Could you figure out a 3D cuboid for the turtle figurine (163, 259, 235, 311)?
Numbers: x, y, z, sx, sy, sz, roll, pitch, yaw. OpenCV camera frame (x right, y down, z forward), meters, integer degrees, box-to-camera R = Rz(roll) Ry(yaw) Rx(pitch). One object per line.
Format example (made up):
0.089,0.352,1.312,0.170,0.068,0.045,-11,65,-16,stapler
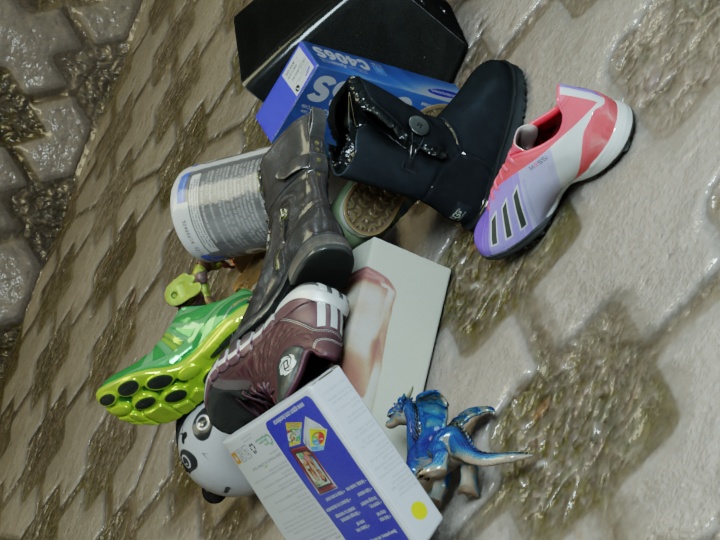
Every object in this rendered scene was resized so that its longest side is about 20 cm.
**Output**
-0.181,0.042,1.910,0.161,0.064,0.201,28,-127,-79,turtle figurine

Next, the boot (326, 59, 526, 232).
0.059,-0.142,1.511,0.076,0.168,0.201,-42,30,50,boot

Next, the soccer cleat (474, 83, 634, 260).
0.141,-0.082,1.369,0.200,0.073,0.068,-46,28,44,soccer cleat

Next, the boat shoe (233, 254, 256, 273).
-0.078,-0.066,1.951,0.200,0.072,0.072,-52,10,35,boat shoe

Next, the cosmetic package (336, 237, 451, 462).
0.005,0.085,1.514,0.103,0.087,0.201,-35,36,58,cosmetic package

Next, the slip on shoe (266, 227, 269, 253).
-0.069,0.030,1.627,0.074,0.061,0.201,-1,63,22,slip on shoe

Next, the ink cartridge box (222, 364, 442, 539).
-0.013,0.192,1.355,0.047,0.200,0.198,-35,-1,-32,ink cartridge box

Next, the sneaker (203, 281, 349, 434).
-0.079,0.109,1.470,0.200,0.075,0.116,-51,28,35,sneaker

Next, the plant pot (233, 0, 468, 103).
-0.002,-0.240,1.770,0.177,0.200,0.200,-47,25,18,plant pot

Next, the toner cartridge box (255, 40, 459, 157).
0.005,-0.153,1.618,0.095,0.200,0.043,-56,45,28,toner cartridge box

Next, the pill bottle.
-0.100,-0.080,1.838,0.199,0.114,0.114,-11,51,30,pill bottle

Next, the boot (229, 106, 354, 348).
-0.069,-0.031,1.543,0.200,0.069,0.174,-50,40,36,boot

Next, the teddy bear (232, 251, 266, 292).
-0.087,0.025,1.840,0.145,0.067,0.200,-55,14,-15,teddy bear

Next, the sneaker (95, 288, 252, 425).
-0.175,0.088,1.685,0.200,0.074,0.084,-30,32,5,sneaker

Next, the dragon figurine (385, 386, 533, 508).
0.070,0.130,1.329,0.200,0.059,0.100,142,143,-60,dragon figurine

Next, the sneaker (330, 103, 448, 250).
0.026,-0.083,1.592,0.200,0.067,0.090,-46,4,-37,sneaker

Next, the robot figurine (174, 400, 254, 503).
-0.137,0.151,1.750,0.124,0.151,0.200,-24,28,4,robot figurine
